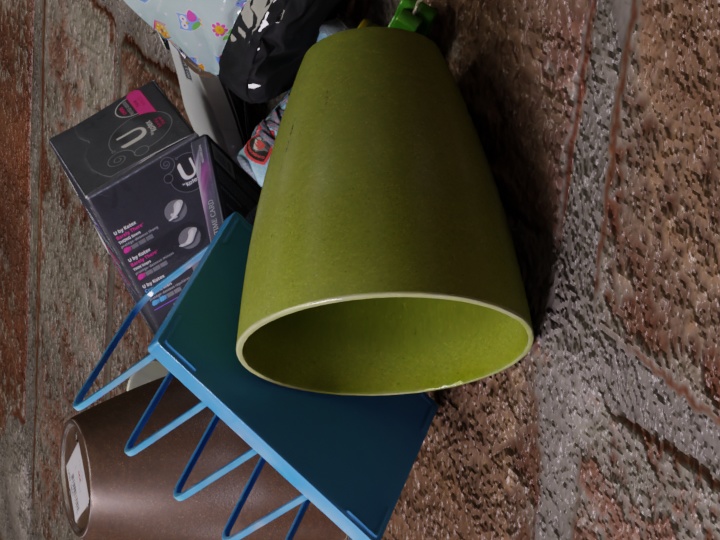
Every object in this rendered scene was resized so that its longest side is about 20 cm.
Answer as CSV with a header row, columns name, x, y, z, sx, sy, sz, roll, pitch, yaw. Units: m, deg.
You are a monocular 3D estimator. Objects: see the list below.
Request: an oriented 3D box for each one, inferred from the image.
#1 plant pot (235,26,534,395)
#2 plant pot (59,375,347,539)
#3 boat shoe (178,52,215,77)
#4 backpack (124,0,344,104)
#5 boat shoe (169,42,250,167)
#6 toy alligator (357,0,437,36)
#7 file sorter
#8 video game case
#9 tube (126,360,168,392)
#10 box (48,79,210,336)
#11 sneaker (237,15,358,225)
name,x,y,z,sx,sy,sz,roll,pitch,yaw
plant pot,0.011,-0.045,1.321,0.187,0.185,0.202,134,137,-61
plant pot,-0.131,0.156,1.646,0.187,0.198,0.189,176,90,-68
boat shoe,-0.072,-0.239,1.613,0.072,0.076,0.200,48,125,9
backpack,-0.107,-0.238,1.512,0.200,0.126,0.167,43,124,13
boat shoe,-0.116,-0.172,1.740,0.072,0.067,0.201,31,143,55
toy alligator,0.028,-0.155,1.412,0.054,0.059,0.201,-55,-4,-44
file sorter,-0.072,0.094,1.407,0.122,0.200,0.139,-34,19,40
video game case,-0.073,0.010,1.585,0.143,0.019,0.201,46,-155,-51
tube,-0.168,0.103,1.822,0.200,0.057,0.052,113,156,-88
box,-0.155,-0.032,1.697,0.122,0.106,0.201,49,166,54
sneaker,-0.040,-0.089,1.521,0.079,0.095,0.201,-125,38,-51
